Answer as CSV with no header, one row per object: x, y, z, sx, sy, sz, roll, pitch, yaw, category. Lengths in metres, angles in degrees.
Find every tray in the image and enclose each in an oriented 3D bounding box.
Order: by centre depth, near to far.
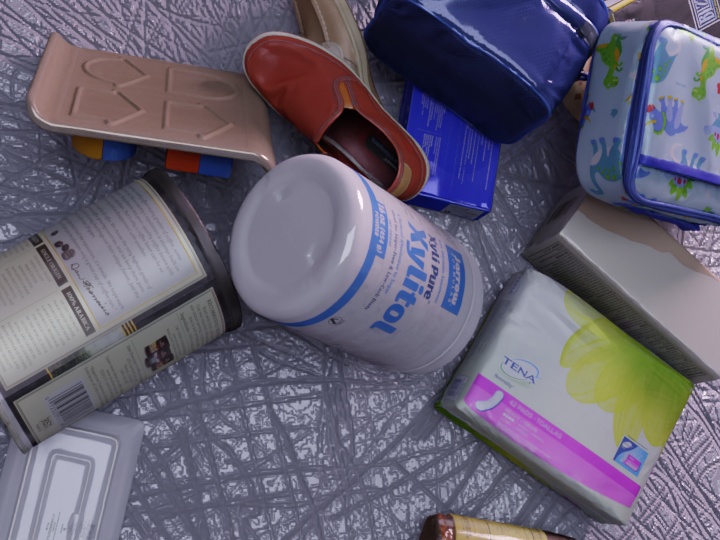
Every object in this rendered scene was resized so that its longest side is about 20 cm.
-0.249,0.211,0.933,0.106,0.022,0.203,14,77,-12,tray

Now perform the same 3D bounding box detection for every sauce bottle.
0.149,0.260,1.004,0.197,0.066,0.067,14,77,-12,sauce bottle

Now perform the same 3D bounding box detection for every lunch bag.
0.280,-0.121,0.995,0.198,0.082,0.163,10,92,-38,lunch bag
0.119,-0.216,0.998,0.199,0.136,0.133,35,74,-9,lunch bag

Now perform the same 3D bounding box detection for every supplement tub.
0.000,0.000,0.929,0.199,0.130,0.134,26,70,-50,supplement tub

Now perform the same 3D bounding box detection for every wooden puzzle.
-0.172,-0.131,0.954,0.197,0.186,0.047,12,117,-14,wooden puzzle

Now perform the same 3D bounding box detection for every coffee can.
-0.214,0.030,0.909,0.198,0.146,0.148,-30,88,-17,coffee can

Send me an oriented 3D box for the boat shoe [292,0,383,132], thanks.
-0.028,-0.174,1.032,0.064,0.071,0.203,-20,87,-17,boat shoe

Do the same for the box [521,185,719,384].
0.258,0.013,1.061,0.200,0.095,0.078,41,73,-6,box

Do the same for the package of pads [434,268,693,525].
0.188,0.111,1.037,0.199,0.068,0.156,34,74,-7,package of pads

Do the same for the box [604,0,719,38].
0.309,-0.183,1.085,0.158,0.049,0.202,-30,110,-22,box

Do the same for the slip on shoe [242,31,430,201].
-0.025,-0.134,0.977,0.200,0.061,0.074,43,111,10,slip on shoe

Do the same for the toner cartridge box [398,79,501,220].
0.087,-0.157,1.073,0.094,0.043,0.203,13,77,-13,toner cartridge box

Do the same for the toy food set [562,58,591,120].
0.266,-0.240,1.131,0.197,0.049,0.201,-12,83,-15,toy food set
